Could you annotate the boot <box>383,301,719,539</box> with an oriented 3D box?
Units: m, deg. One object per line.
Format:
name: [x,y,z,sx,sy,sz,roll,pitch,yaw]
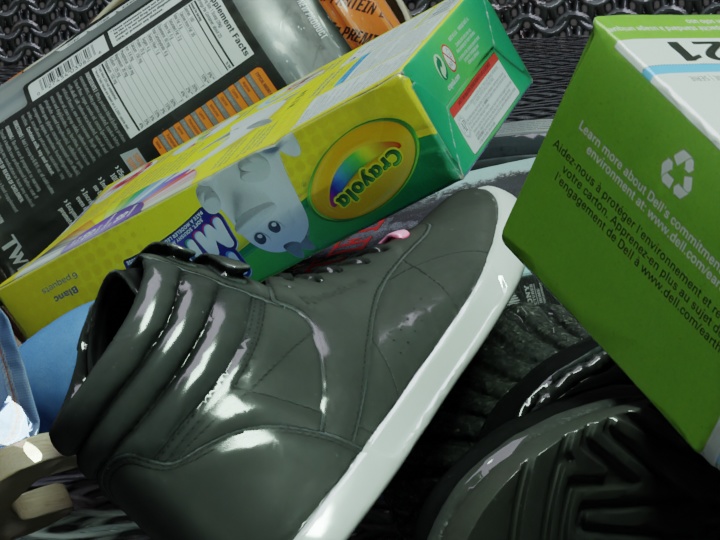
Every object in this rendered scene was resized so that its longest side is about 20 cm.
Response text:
boot: [0.053,0.063,0.748,0.211,0.079,0.158,-13,12,-44]

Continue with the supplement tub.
supplement tub: [-0.074,-0.061,1.094,0.200,0.123,0.123,-33,7,6]

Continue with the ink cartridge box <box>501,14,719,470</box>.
ink cartridge box: [0.157,0.017,0.663,0.148,0.076,0.200,-5,39,-38]

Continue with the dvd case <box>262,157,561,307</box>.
dvd case: [0.000,0.000,0.954,0.200,0.022,0.146,-12,17,21]

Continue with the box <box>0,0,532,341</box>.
box: [-0.043,-0.025,0.904,0.200,0.048,0.117,-25,12,24]

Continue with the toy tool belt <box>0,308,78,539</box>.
toy tool belt: [-0.148,0.052,0.773,0.123,0.125,0.200,-9,-8,-45]

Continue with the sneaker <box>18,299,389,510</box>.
sneaker: [-0.027,0.045,0.847,0.200,0.066,0.078,11,-13,-37]

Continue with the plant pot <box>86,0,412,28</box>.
plant pot: [-0.040,-0.042,1.225,0.200,0.200,0.134,-1,-27,25]

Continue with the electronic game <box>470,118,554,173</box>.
electronic game: [0.096,-0.014,1.091,0.200,0.042,0.200,4,-21,2]

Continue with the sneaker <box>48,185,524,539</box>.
sneaker: [-0.020,0.012,0.762,0.071,0.099,0.200,-49,4,43]

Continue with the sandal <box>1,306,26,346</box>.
sandal: [-0.172,0.033,1.059,0.079,0.059,0.207,25,9,-12]
